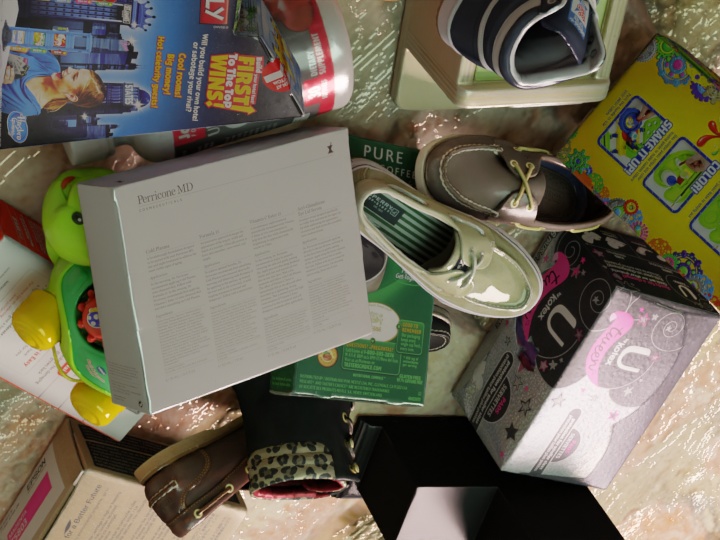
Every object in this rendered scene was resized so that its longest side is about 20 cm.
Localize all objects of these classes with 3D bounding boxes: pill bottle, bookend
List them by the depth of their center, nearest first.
[{"bbox_3d":[-0.113,-0.139,1.106,0.198,0.111,0.111,-18,130,-13],"label":"pill bottle"},{"bbox_3d":[0.106,0.225,1.421,0.197,0.200,0.093,4,122,-29],"label":"bookend"}]

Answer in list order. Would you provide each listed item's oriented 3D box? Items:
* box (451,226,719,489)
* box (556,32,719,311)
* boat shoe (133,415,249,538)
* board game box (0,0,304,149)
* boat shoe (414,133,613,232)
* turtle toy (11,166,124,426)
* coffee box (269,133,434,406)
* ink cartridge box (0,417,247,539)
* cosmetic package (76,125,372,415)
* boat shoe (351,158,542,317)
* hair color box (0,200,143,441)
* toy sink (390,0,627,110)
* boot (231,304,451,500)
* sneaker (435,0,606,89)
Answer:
[{"bbox_3d":[0.193,0.075,1.409,0.131,0.115,0.201,14,116,-33],"label":"box"},{"bbox_3d":[0.284,-0.063,1.253,0.122,0.193,0.200,-50,159,14],"label":"box"},{"bbox_3d":[-0.091,0.154,1.316,0.199,0.071,0.070,-26,163,-38],"label":"boat shoe"},{"bbox_3d":[-0.125,-0.160,0.972,0.198,0.062,0.201,4,129,-10],"label":"board game box"},{"bbox_3d":[0.125,-0.066,1.278,0.199,0.059,0.073,11,84,-45],"label":"boat shoe"},{"bbox_3d":[-0.163,0.013,1.134,0.146,0.101,0.201,-49,125,-28],"label":"turtle toy"},{"bbox_3d":[0.000,0.000,1.241,0.122,0.044,0.202,7,85,-31],"label":"coffee box"},{"bbox_3d":[-0.216,0.236,1.354,0.164,0.075,0.201,22,113,-34],"label":"ink cartridge box"},{"bbox_3d":[-0.087,-0.006,1.097,0.199,0.051,0.152,-18,109,-39],"label":"cosmetic package"},{"bbox_3d":[0.060,-0.013,1.205,0.199,0.062,0.072,28,103,-26],"label":"boat shoe"},{"bbox_3d":[-0.228,0.039,1.214,0.102,0.061,0.200,-46,129,10],"label":"hair color box"},{"bbox_3d":[0.112,-0.186,1.180,0.129,0.112,0.201,-4,125,-23],"label":"toy sink"},{"bbox_3d":[-0.012,0.103,1.298,0.202,0.155,0.074,-1,153,-20],"label":"boot"},{"bbox_3d":[0.145,-0.202,1.048,0.200,0.109,0.070,-47,127,7],"label":"sneaker"}]
